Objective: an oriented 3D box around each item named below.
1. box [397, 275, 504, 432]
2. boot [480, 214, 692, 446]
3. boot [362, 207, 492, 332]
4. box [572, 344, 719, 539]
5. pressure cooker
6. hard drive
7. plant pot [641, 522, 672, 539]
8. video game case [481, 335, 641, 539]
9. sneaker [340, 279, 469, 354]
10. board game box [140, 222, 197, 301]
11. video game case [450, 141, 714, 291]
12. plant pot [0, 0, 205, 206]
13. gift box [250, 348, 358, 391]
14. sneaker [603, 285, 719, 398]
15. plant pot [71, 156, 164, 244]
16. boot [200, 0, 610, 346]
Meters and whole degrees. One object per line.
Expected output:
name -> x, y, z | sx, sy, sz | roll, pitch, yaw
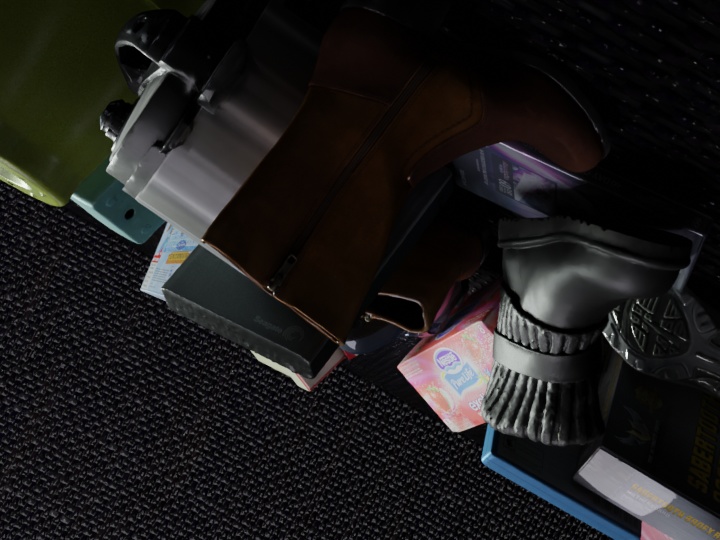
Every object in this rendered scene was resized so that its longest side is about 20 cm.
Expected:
box -> 0.130, 0.074, 1.137 | 0.095, 0.103, 0.200 | 47, 154, -2
boot -> 0.151, 0.045, 0.821 | 0.078, 0.160, 0.211 | 5, -179, -16
boot -> 0.000, 0.000, 1.006 | 0.186, 0.069, 0.200 | 13, -154, 20
box -> 0.267, 0.127, 0.967 | 0.157, 0.201, 0.049 | 31, 131, 1
pressure cooker -> -0.076, -0.100, 0.796 | 0.199, 0.180, 0.176 | 34, 129, -11
hard drive -> -0.037, -0.023, 0.908 | 0.138, 0.201, 0.033 | 23, 149, 25
plant pot -> 0.334, 0.208, 1.214 | 0.179, 0.200, 0.200 | 41, 175, 21
video game case -> 0.174, 0.110, 0.979 | 0.142, 0.201, 0.018 | 30, 133, -11
sneaker -> 0.047, 0.039, 1.106 | 0.070, 0.200, 0.083 | 13, 125, 35
board game box -> -0.122, -0.061, 1.076 | 0.041, 0.202, 0.200 | 24, 174, -23
video game case -> 0.154, -0.052, 0.872 | 0.198, 0.019, 0.143 | 28, 170, 15
plant pot -> -0.238, -0.163, 0.918 | 0.199, 0.194, 0.200 | 29, 171, 5
gift box -> -0.060, -0.015, 1.222 | 0.185, 0.200, 0.186 | 47, 168, -21
sneaker -> 0.272, 0.062, 0.952 | 0.199, 0.078, 0.099 | 34, -172, 18
plant pot -> -0.243, -0.129, 1.088 | 0.200, 0.141, 0.141 | 45, 179, 30
boot -> 0.033, -0.048, 0.694 | 0.187, 0.202, 0.068 | 32, 169, -19
